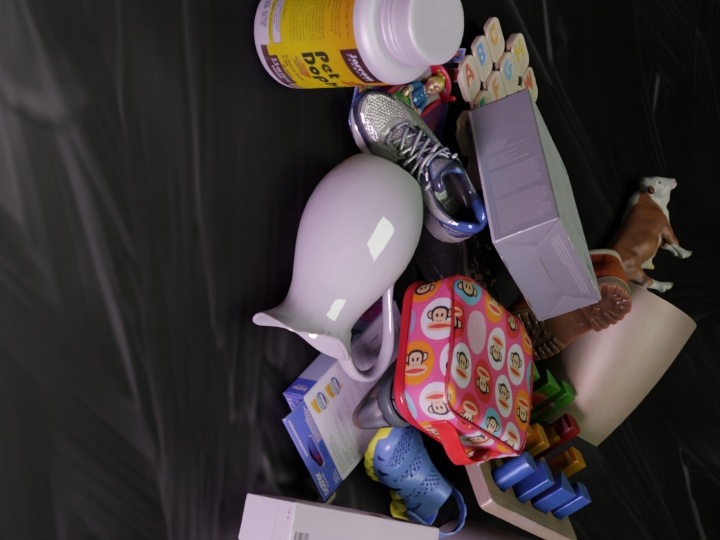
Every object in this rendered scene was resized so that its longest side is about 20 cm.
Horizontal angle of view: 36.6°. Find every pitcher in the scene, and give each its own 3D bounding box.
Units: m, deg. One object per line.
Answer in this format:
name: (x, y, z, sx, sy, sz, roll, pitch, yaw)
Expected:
pitcher: (0.000, 0.000, 1.118, 0.171, 0.121, 0.202, 38, 71, -40)

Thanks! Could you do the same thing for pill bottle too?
pill bottle: (-0.002, -0.230, 1.030, 0.109, 0.199, 0.111, -7, 99, -45)

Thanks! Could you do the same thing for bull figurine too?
bull figurine: (0.413, -0.042, 1.573, 0.121, 0.065, 0.200, 41, 70, -5)

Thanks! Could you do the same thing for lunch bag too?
lunch bag: (0.113, 0.117, 1.133, 0.200, 0.081, 0.178, 39, 49, -47)

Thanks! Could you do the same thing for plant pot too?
plant pot: (0.314, 0.122, 1.439, 0.187, 0.186, 0.202, 30, 86, -44)

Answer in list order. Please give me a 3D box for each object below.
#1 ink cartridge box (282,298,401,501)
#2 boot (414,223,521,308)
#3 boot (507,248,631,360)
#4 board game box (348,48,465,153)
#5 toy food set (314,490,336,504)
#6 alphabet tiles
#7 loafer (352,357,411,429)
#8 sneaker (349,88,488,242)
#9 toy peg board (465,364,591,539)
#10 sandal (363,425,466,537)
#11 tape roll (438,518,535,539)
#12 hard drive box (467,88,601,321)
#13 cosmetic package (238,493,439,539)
ink cartridge box: (-0.011, 0.137, 1.180, 0.200, 0.042, 0.120, -47, 126, -36)
boot: (0.140, -0.028, 1.297, 0.150, 0.073, 0.202, -37, 111, -43)
boot: (0.242, 0.041, 1.356, 0.075, 0.198, 0.108, 53, 27, -27)
board game box: (0.063, -0.202, 1.215, 0.157, 0.039, 0.203, 16, 82, -46)
toy food set: (-0.035, 0.354, 1.165, 0.144, 0.060, 0.201, -45, 125, -33)
alphabet tiles: (0.168, -0.194, 1.318, 0.201, 0.014, 0.197, -57, 138, -36)
loafer: (0.053, 0.115, 1.184, 0.200, 0.062, 0.072, -33, 97, -58)
sneaker: (0.070, -0.115, 1.151, 0.077, 0.085, 0.200, -46, 105, -11)
toy peg board: (0.200, 0.197, 1.290, 0.199, 0.098, 0.200, 32, 29, -43)
sandal: (0.067, 0.233, 1.214, 0.080, 0.086, 0.201, -52, 141, -23)
tape roll: (0.160, 0.418, 1.322, 0.201, 0.138, 0.206, -6, 99, -45)
hard drive box: (0.193, -0.073, 1.213, 0.156, 0.076, 0.202, 53, 25, -44)
cosmetic package: (-0.018, 0.266, 1.102, 0.199, 0.082, 0.051, 21, 72, -39)
